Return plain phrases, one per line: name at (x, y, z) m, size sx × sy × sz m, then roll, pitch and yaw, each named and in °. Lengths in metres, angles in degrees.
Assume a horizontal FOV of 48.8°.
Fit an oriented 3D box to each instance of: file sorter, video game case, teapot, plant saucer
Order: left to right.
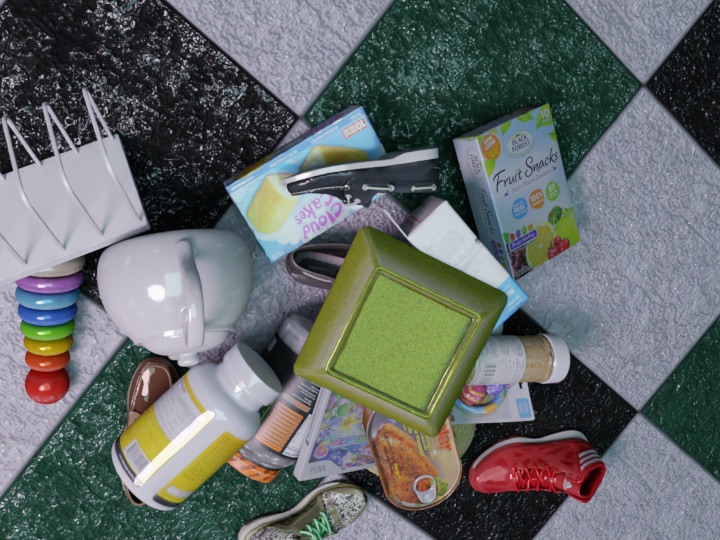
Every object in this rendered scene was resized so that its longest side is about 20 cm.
file sorter at (-0.366, -0.096, 0.891) m, size 0.199 × 0.125 × 0.140 m, roll -22°, pitch 65°, yaw -7°
teapot at (-0.212, 0.039, 0.942) m, size 0.196 × 0.200 × 0.147 m, roll -14°, pitch 80°, yaw 25°
video game case at (-0.001, 0.179, 1.035) m, size 0.142 × 0.018 × 0.201 m, roll 0°, pitch 117°, yaw -40°
plant saucer at (0.048, 0.080, 0.928) m, size 0.198 × 0.048 × 0.201 m, roll 25°, pitch 98°, yaw -6°

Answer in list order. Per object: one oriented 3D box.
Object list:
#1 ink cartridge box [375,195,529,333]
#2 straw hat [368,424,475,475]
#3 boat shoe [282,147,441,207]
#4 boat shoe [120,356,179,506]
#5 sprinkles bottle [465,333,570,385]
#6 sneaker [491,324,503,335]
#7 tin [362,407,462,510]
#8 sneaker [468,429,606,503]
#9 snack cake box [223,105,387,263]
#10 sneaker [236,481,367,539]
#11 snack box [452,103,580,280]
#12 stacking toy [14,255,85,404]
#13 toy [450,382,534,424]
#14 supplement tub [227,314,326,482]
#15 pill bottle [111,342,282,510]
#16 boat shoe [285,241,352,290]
ink cartridge box at (0.111, -0.026, 0.994) m, size 0.068 × 0.116 × 0.200 m, roll -42°, pitch 99°, yaw 2°
straw hat at (0.086, 0.237, 1.129) m, size 0.199 × 0.085 × 0.203 m, roll -3°, pitch 103°, yaw -12°
boat shoe at (0.007, -0.106, 0.964) m, size 0.198 × 0.076 × 0.061 m, roll -11°, pitch 101°, yaw -11°
boat shoe at (-0.275, 0.215, 1.045) m, size 0.075 × 0.072 × 0.202 m, roll 4°, pitch 102°, yaw -14°
sprinkles bottle at (0.184, 0.120, 1.071) m, size 0.198 × 0.068 × 0.069 m, roll 2°, pitch 103°, yaw -23°
sneaker at (0.109, 0.030, 1.096) m, size 0.198 × 0.078 × 0.141 m, roll 0°, pitch 102°, yaw -23°
tin at (0.069, 0.230, 1.049) m, size 0.111 × 0.042 × 0.201 m, roll -17°, pitch 118°, yaw -2°
sneaker at (0.267, 0.297, 1.171) m, size 0.198 × 0.116 × 0.079 m, roll -17°, pitch 107°, yaw -9°
snack cake box at (-0.062, -0.112, 1.020) m, size 0.199 × 0.067 × 0.116 m, roll -32°, pitch 107°, yaw -4°
sneaker at (-0.076, 0.373, 1.122) m, size 0.199 × 0.089 × 0.077 m, roll -25°, pitch 108°, yaw -7°
snack box at (0.214, -0.105, 1.071) m, size 0.142 × 0.053 × 0.202 m, roll -28°, pitch 109°, yaw -30°
stacking toy at (-0.386, 0.073, 0.985) m, size 0.085 × 0.085 × 0.202 m, roll 2°, pitch 107°, yaw -14°
toy at (0.148, 0.154, 1.112) m, size 0.198 × 0.047 × 0.116 m, roll -2°, pitch 63°, yaw -12°
supplement tub at (-0.099, 0.170, 1.050) m, size 0.122 × 0.123 × 0.201 m, roll 34°, pitch 94°, yaw -18°
pill bottle at (-0.192, 0.183, 0.956) m, size 0.200 × 0.112 × 0.112 m, roll -42°, pitch 109°, yaw 4°
boat shoe at (0.000, 0.000, 1.041) m, size 0.198 × 0.057 × 0.068 m, roll 6°, pitch 76°, yaw -1°
